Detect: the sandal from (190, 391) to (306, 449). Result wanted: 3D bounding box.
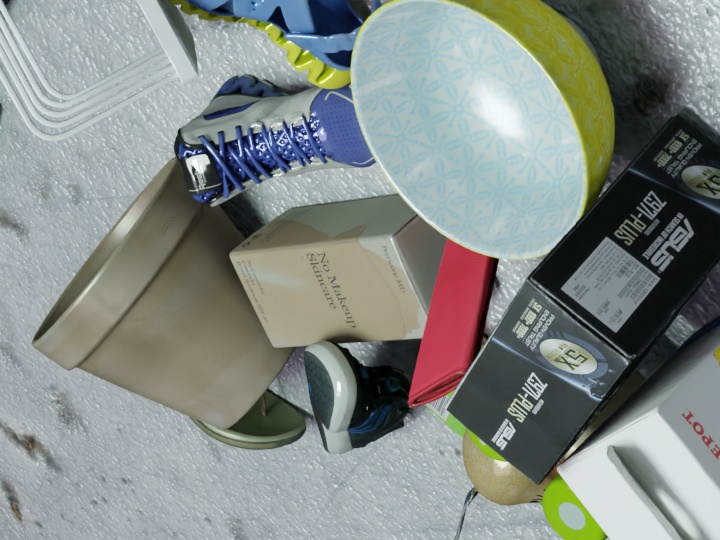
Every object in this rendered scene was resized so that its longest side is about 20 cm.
[{"bbox_3d":[-0.131,0.085,2.036,0.201,0.080,0.057,40,131,16],"label":"sandal"}]

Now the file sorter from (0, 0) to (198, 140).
[{"bbox_3d":[-0.206,-0.188,1.704,0.139,0.124,0.200,62,-178,-14],"label":"file sorter"}]

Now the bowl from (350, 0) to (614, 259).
[{"bbox_3d":[0.102,-0.120,1.583,0.200,0.108,0.201,28,139,28],"label":"bowl"}]

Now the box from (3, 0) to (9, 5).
[{"bbox_3d":[-0.404,-0.228,2.004,0.161,0.049,0.200,42,110,10],"label":"box"}]

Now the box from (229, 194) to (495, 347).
[{"bbox_3d":[0.000,0.000,1.818,0.200,0.078,0.095,-7,114,50],"label":"box"}]

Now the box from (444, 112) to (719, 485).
[{"bbox_3d":[0.165,0.019,1.550,0.086,0.200,0.164,39,142,8],"label":"box"}]

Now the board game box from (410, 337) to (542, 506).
[{"bbox_3d":[0.128,0.126,1.832,0.200,0.030,0.096,42,143,17],"label":"board game box"}]

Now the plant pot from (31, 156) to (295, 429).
[{"bbox_3d":[-0.145,0.034,1.935,0.173,0.200,0.200,37,145,-9],"label":"plant pot"}]

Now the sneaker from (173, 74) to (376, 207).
[{"bbox_3d":[-0.073,-0.092,1.788,0.199,0.115,0.081,4,124,45],"label":"sneaker"}]

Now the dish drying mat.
[{"bbox_3d":[0.077,-0.001,1.653,0.018,0.201,0.077,26,149,-21],"label":"dish drying mat"}]

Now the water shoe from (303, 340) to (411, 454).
[{"bbox_3d":[0.000,0.092,1.854,0.200,0.079,0.072,94,157,-76],"label":"water shoe"}]

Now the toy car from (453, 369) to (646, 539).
[{"bbox_3d":[0.136,0.139,1.705,0.158,0.164,0.200,47,139,7],"label":"toy car"}]

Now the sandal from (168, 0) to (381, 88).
[{"bbox_3d":[-0.061,-0.205,1.662,0.199,0.080,0.087,24,157,-27],"label":"sandal"}]

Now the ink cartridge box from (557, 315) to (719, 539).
[{"bbox_3d":[0.241,0.122,1.560,0.129,0.200,0.125,52,144,0],"label":"ink cartridge box"}]
